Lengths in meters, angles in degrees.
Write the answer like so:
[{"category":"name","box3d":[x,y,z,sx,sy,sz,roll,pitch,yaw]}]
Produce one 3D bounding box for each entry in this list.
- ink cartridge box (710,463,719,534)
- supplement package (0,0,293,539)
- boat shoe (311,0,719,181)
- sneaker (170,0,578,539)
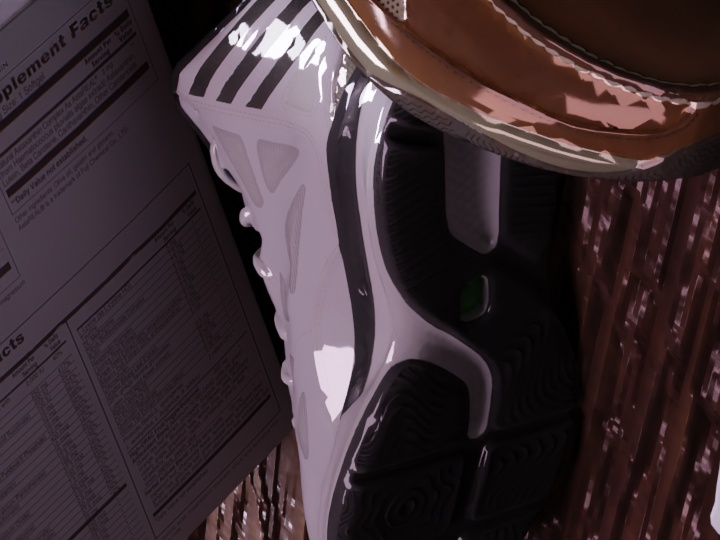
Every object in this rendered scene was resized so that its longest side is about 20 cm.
[{"category":"ink cartridge box","box3d":[0.139,-0.037,0.454,0.086,0.147,0.200,40,144,34]},{"category":"supplement package","box3d":[-0.142,0.000,0.881,0.152,0.151,0.200,21,143,38]},{"category":"boat shoe","box3d":[0.019,-0.094,0.675,0.200,0.076,0.074,39,141,34]},{"category":"sneaker","box3d":[0.000,0.000,0.805,0.115,0.076,0.201,44,140,45]}]
